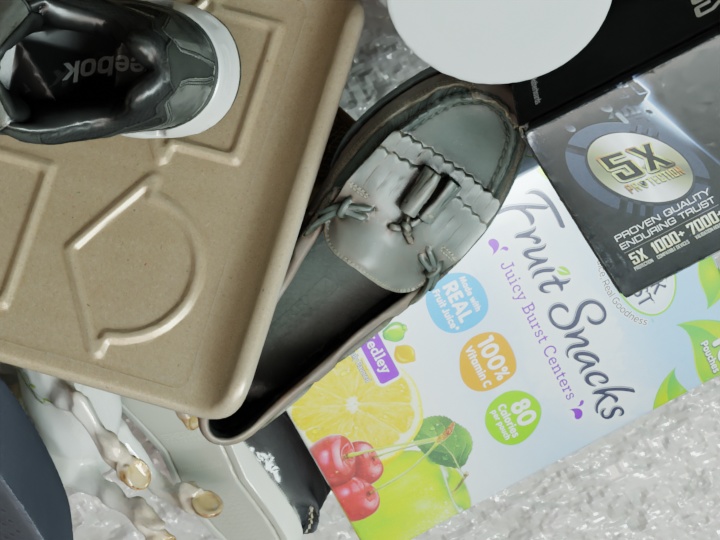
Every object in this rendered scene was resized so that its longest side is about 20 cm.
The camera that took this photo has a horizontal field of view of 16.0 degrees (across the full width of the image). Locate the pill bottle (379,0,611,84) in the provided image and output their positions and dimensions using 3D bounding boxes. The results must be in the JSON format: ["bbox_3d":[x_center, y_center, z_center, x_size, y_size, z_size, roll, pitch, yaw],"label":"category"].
[{"bbox_3d":[0.046,-0.156,0.973,0.110,0.200,0.111,-1,125,-1],"label":"pill bottle"}]

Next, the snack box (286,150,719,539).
[{"bbox_3d":[0.058,0.021,1.146,0.199,0.053,0.143,-28,120,0],"label":"snack box"}]

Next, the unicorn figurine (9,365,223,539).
[{"bbox_3d":[-0.130,0.072,1.151,0.137,0.074,0.201,34,133,25],"label":"unicorn figurine"}]

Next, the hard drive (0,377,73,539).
[{"bbox_3d":[-0.197,0.064,1.054,0.134,0.042,0.200,8,150,21],"label":"hard drive"}]

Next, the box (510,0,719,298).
[{"bbox_3d":[0.143,-0.105,1.007,0.163,0.200,0.086,-27,119,14],"label":"box"}]

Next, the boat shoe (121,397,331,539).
[{"bbox_3d":[-0.073,0.045,1.174,0.074,0.060,0.200,-9,123,45],"label":"boat shoe"}]

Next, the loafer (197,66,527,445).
[{"bbox_3d":[0.000,0.000,1.032,0.072,0.063,0.200,33,123,-16],"label":"loafer"}]

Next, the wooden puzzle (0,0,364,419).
[{"bbox_3d":[-0.113,-0.045,1.052,0.199,0.186,0.046,14,164,12],"label":"wooden puzzle"}]

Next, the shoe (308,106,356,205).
[{"bbox_3d":[-0.095,-0.056,1.116,0.199,0.070,0.053,9,147,-1],"label":"shoe"}]

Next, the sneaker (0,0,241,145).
[{"bbox_3d":[-0.151,-0.082,0.991,0.199,0.090,0.067,3,94,8],"label":"sneaker"}]
